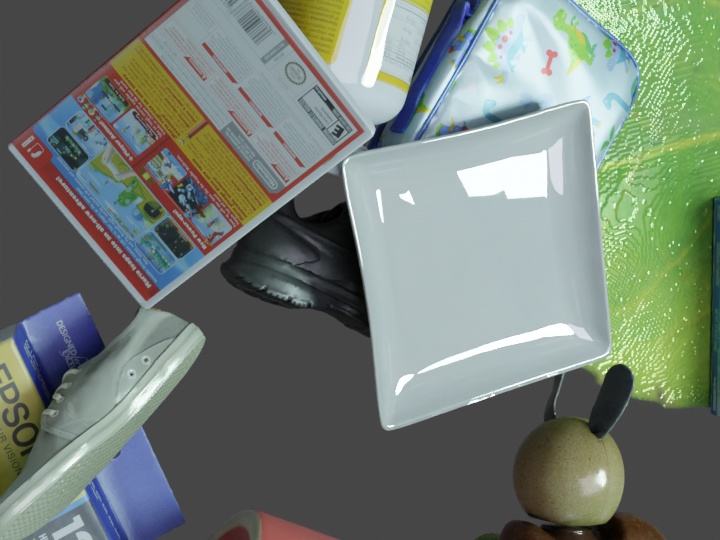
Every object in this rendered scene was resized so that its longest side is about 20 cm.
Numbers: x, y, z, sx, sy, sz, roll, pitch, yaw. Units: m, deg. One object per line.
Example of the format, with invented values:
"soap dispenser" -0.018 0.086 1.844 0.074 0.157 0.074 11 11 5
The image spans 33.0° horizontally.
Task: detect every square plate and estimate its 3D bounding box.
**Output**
"square plate" 0.085 -0.006 0.868 0.198 0.028 0.200 -15 108 -21

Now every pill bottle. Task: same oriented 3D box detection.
"pill bottle" -0.013 -0.168 0.834 0.112 0.112 0.200 15 93 -26

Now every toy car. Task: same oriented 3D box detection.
"toy car" 0.181 0.173 0.969 0.157 0.164 0.201 7 84 -26

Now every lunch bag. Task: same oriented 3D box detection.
"lunch bag" 0.106 -0.115 0.915 0.161 0.082 0.200 31 86 -28

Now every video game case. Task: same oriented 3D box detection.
"video game case" -0.111 -0.086 0.791 0.200 0.017 0.143 -36 100 14

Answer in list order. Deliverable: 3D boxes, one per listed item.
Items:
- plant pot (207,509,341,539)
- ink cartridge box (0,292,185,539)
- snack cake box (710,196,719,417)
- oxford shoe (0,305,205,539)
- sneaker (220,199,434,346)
"plant pot" -0.042 0.275 0.868 0.177 0.200 0.201 35 84 -15
"ink cartridge box" -0.239 0.146 0.824 0.200 0.047 0.198 -27 109 -16
"snack cake box" 0.365 0.038 1.043 0.067 0.115 0.200 -6 101 -23
"oxford shoe" -0.182 0.097 0.802 0.058 0.075 0.200 37 56 4
"sneaker" 0.000 0.000 0.895 0.200 0.076 0.091 22 82 -29
